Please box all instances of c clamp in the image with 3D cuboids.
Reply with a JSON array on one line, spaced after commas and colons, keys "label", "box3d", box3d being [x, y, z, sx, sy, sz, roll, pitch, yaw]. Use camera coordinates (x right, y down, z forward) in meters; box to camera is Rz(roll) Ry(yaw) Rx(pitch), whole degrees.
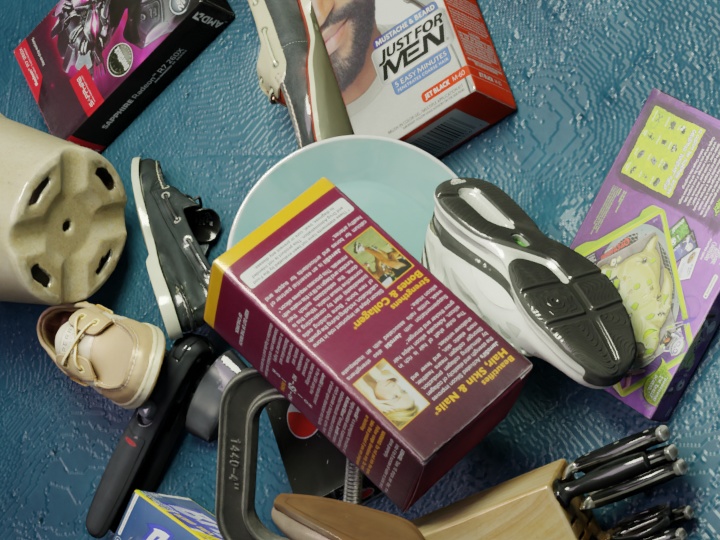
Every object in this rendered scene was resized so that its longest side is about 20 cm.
[{"label": "c clamp", "box3d": [-0.027, 0.162, 1.214, 0.171, 0.027, 0.200, 8, 115, 21]}]

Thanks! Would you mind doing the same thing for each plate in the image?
[{"label": "plate", "box3d": [0.000, 0.000, 1.243, 0.200, 0.026, 0.200, 0, 85, -5]}]

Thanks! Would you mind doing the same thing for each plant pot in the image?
[{"label": "plant pot", "box3d": [-0.306, -0.049, 1.432, 0.183, 0.200, 0.201, 13, 88, 35]}]

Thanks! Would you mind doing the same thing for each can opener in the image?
[{"label": "can opener", "box3d": [-0.170, 0.137, 1.374, 0.079, 0.063, 0.200, 44, 106, 34]}]

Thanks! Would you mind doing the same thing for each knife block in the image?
[{"label": "knife block", "box3d": [0.113, 0.163, 1.121, 0.200, 0.064, 0.176, 21, 105, 13]}]

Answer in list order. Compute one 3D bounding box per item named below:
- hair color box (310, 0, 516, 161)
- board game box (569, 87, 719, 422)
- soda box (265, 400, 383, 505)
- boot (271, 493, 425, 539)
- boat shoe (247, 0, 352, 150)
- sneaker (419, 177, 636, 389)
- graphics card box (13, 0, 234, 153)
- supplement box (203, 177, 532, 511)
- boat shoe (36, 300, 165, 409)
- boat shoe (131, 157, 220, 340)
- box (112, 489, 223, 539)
[{"label": "hair color box", "box3d": [0.032, -0.187, 1.297, 0.111, 0.064, 0.200, -32, 62, 28]}, {"label": "board game box", "box3d": [0.205, -0.012, 1.153, 0.120, 0.032, 0.200, 35, 102, 40]}, {"label": "soda box", "box3d": [-0.035, 0.082, 1.287, 0.071, 0.063, 0.200, -33, 62, 27]}, {"label": "boot", "box3d": [0.022, 0.241, 1.095, 0.200, 0.070, 0.146, 18, 108, 14]}, {"label": "boat shoe", "box3d": [-0.053, -0.166, 1.345, 0.063, 0.071, 0.200, -19, 63, 16]}, {"label": "sneaker", "box3d": [0.109, 0.036, 1.169, 0.201, 0.076, 0.115, 50, 138, 36]}, {"label": "graphics card box", "box3d": [-0.213, -0.208, 1.489, 0.200, 0.051, 0.126, -40, 59, 22]}, {"label": "supplement box", "box3d": [0.002, 0.049, 1.145, 0.200, 0.086, 0.110, 43, 62, 15]}, {"label": "boat shoe", "box3d": [-0.218, 0.065, 1.375, 0.200, 0.069, 0.074, 9, 80, 64]}, {"label": "boat shoe", "box3d": [-0.146, -0.028, 1.389, 0.066, 0.075, 0.199, -16, 40, -3]}, {"label": "box", "box3d": [-0.104, 0.244, 1.298, 0.200, 0.070, 0.064, 27, 95, 37]}]
